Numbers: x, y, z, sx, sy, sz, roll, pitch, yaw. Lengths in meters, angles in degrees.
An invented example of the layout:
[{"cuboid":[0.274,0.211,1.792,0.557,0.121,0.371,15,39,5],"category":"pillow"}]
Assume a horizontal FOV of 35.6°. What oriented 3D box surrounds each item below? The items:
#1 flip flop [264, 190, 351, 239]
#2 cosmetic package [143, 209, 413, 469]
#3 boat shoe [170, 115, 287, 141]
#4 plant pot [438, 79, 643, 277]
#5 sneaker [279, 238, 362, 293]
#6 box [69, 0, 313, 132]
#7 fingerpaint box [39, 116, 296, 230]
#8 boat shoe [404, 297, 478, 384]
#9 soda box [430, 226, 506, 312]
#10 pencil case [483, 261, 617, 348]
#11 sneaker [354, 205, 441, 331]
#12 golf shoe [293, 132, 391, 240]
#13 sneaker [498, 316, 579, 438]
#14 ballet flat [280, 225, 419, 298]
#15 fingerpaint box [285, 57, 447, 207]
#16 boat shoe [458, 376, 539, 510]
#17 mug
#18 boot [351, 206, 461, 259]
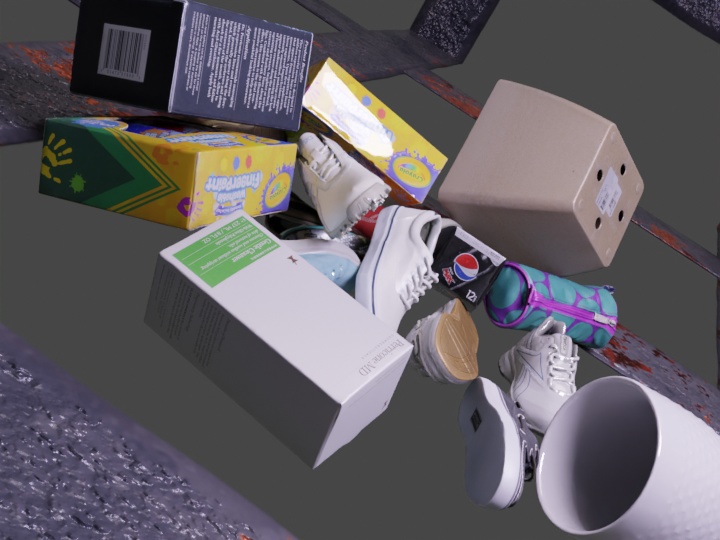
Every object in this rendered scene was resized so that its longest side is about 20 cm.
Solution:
[{"cuboid":[-0.067,-0.046,1.256,0.081,0.058,0.200,38,5,32],"category":"flip flop"},{"cuboid":[-0.070,0.053,0.925,0.199,0.085,0.107,36,40,17],"category":"cosmetic package"},{"cuboid":[-0.158,-0.161,1.360,0.067,0.073,0.199,33,16,23],"category":"boat shoe"},{"cuboid":[0.251,-0.105,1.462,0.176,0.201,0.200,12,-27,40],"category":"plant pot"},{"cuboid":[-0.066,0.018,1.091,0.198,0.074,0.082,4,46,-43],"category":"sneaker"},{"cuboid":[-0.169,-0.213,1.146,0.147,0.109,0.199,15,9,33],"category":"box"},{"cuboid":[-0.179,-0.101,1.081,0.165,0.074,0.200,14,13,21],"category":"fingerpaint box"},{"cuboid":[0.077,0.082,1.140,0.072,0.069,0.200,64,13,-2],"category":"boat shoe"},{"cuboid":[0.120,0.003,1.295,0.070,0.064,0.200,33,-1,5],"category":"soda box"},{"cuboid":[0.248,0.045,1.441,0.198,0.086,0.092,13,0,-40],"category":"pencil case"},{"cuboid":[0.042,0.005,1.148,0.073,0.070,0.202,64,29,-44],"category":"sneaker"},{"cuboid":[-0.033,-0.093,1.137,0.097,0.078,0.200,50,-4,-15],"category":"golf shoe"},{"cuboid":[0.198,0.114,1.203,0.074,0.088,0.201,27,21,-15],"category":"sneaker"},{"cuboid":[0.000,0.000,1.225,0.199,0.073,0.072,11,27,-41],"category":"ballet flat"},{"cuboid":[-0.014,-0.166,1.415,0.199,0.074,0.166,37,-15,-18],"category":"fingerpaint box"},{"cuboid":[0.134,0.164,1.031,0.066,0.071,0.200,26,13,-9],"category":"boat shoe"},{"cuboid":[0.270,0.219,1.009,0.174,0.147,0.202,28,49,-28],"category":"mug"},{"cuboid":[0.039,-0.056,1.414,0.143,0.073,0.199,27,10,26],"category":"boot"}]
